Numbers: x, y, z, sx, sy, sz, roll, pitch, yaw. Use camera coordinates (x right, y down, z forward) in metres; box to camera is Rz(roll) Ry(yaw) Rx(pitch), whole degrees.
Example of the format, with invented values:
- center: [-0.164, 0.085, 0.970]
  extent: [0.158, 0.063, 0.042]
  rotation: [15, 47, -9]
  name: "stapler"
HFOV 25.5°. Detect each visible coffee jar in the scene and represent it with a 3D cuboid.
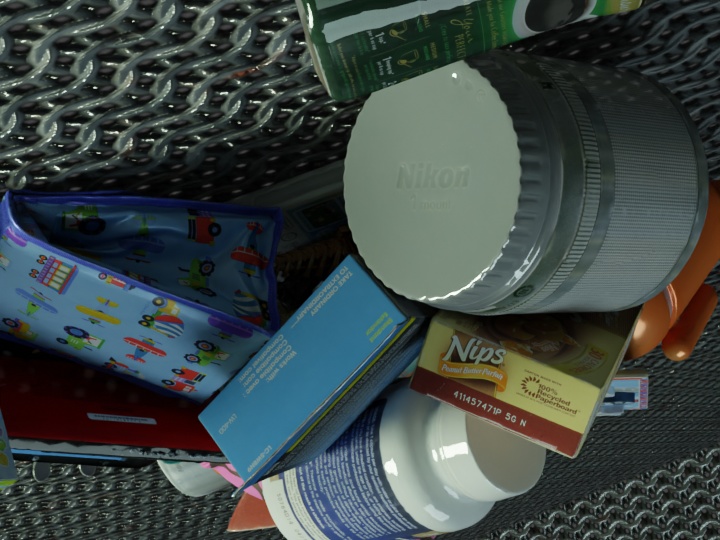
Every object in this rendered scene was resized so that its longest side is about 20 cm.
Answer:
- center: [0.064, -0.155, 0.760]
  extent: [0.199, 0.086, 0.104]
  rotation: [-17, 160, 1]
  name: "coffee jar"

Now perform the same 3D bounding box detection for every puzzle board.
- center: [0.120, 0.098, 1.220]
  extent: [0.199, 0.018, 0.151]
  rotation: [-3, 167, 9]
  name: "puzzle board"

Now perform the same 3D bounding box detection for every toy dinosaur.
- center: [0.000, 0.000, 1.150]
  extent: [0.199, 0.103, 0.136]
  rotation: [25, 123, -37]
  name: "toy dinosaur"

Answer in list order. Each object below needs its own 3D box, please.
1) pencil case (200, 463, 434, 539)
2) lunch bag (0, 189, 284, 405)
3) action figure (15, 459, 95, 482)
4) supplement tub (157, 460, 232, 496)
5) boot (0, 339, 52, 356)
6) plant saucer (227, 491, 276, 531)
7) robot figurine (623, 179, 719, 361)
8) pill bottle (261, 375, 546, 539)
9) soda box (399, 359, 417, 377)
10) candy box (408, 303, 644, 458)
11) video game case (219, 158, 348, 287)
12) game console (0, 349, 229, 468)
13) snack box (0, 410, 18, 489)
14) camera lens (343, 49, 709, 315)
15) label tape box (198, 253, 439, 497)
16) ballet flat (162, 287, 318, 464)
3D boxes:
- center: [-0.035, 0.174, 1.273]
  extent: [0.091, 0.200, 0.094]
  rotation: [-56, -166, -17]
  name: "pencil case"
- center: [-0.169, 0.011, 1.047]
  extent: [0.199, 0.095, 0.151]
  rotation: [11, 153, -22]
  name: "lunch bag"
- center: [-0.292, 0.144, 1.328]
  extent: [0.118, 0.055, 0.199]
  rotation: [1, 180, -37]
  name: "action figure"
- center: [-0.081, 0.111, 1.396]
  extent: [0.199, 0.123, 0.122]
  rotation: [-22, 163, 14]
  name: "supplement tub"
- center: [-0.198, 0.059, 1.210]
  extent: [0.200, 0.071, 0.144]
  rotation: [-19, 158, -10]
  name: "boot"
- center: [-0.001, 0.176, 1.438]
  extent: [0.199, 0.037, 0.200]
  rotation: [-10, -172, 18]
  name: "plant saucer"
- center: [0.207, -0.012, 1.230]
  extent: [0.200, 0.116, 0.144]
  rotation: [-49, 138, -31]
  name: "robot figurine"
- center: [0.031, 0.135, 1.130]
  extent: [0.111, 0.112, 0.199]
  rotation: [0, 165, -44]
  name: "pill bottle"
- center: [0.046, 0.049, 1.274]
  extent: [0.200, 0.064, 0.068]
  rotation: [-38, 166, 8]
  name: "soda box"
- center: [0.117, 0.047, 1.069]
  extent: [0.200, 0.115, 0.056]
  rotation: [-40, 151, -67]
  name: "candy box"
- center: [-0.013, -0.035, 1.174]
  extent: [0.181, 0.024, 0.200]
  rotation: [-20, 162, 6]
  name: "video game case"
- center: [-0.202, 0.127, 1.140]
  extent: [0.199, 0.172, 0.119]
  rotation: [7, 111, -29]
  name: "game console"
- center: [-0.316, 0.089, 1.009]
  extent: [0.199, 0.170, 0.067]
  rotation: [-29, 161, 36]
  name: "snack box"
- center: [0.109, -0.053, 0.997]
  extent: [0.199, 0.161, 0.160]
  rotation: [0, 156, -45]
  name: "camera lens"
- center: [-0.026, 0.061, 1.006]
  extent: [0.144, 0.063, 0.200]
  rotation: [-46, 170, 7]
  name: "label tape box"
- center: [-0.096, 0.081, 1.309]
  extent: [0.200, 0.064, 0.076]
  rotation: [-37, 147, 8]
  name: "ballet flat"
